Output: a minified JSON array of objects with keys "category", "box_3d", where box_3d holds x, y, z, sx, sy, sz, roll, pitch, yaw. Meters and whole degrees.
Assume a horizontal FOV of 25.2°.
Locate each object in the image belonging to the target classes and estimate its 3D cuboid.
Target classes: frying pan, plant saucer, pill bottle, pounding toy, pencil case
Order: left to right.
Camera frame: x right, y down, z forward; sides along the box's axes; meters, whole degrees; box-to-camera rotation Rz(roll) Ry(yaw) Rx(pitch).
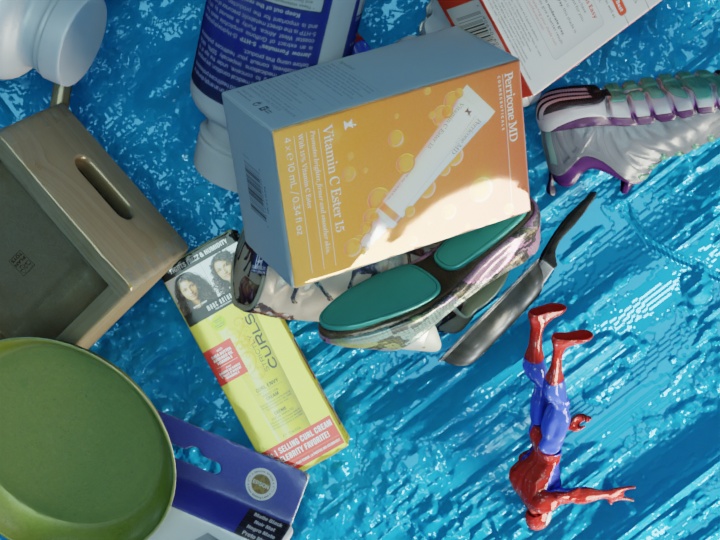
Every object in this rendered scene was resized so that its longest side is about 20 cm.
[{"category":"pill bottle","box_3d":[-0.297,-0.211,1.224,0.199,0.104,0.105,24,92,11]},{"category":"pounding toy","box_3d":[-0.250,-0.046,1.277,0.184,0.142,0.200,-41,90,27]},{"category":"plant saucer","box_3d":[-0.233,0.134,1.246,0.198,0.031,0.202,6,118,11]},{"category":"pill bottle","box_3d":[-0.067,-0.165,1.235,0.119,0.120,0.201,15,115,0]},{"category":"pencil case","box_3d":[0.000,0.000,1.278,0.198,0.078,0.090,6,124,-18]},{"category":"frying pan","box_3d":[0.127,0.018,1.308,0.031,0.115,0.190,45,47,5]}]

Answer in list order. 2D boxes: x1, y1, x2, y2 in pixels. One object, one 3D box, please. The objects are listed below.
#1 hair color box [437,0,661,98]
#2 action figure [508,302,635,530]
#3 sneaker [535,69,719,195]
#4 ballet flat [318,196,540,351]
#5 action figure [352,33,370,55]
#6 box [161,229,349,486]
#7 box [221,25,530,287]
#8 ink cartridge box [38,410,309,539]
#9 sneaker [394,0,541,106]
[{"category":"hair color box","box_3d":[0.161,-0.229,1.254,0.199,0.064,0.111,-36,104,-23]},{"category":"action figure","box_3d":[0.174,0.124,1.298,0.098,0.065,0.202,-7,122,-22]},{"category":"sneaker","box_3d":[0.244,-0.111,1.312,0.198,0.075,0.088,-4,111,6]},{"category":"ballet flat","box_3d":[0.061,0.016,1.230,0.199,0.069,0.071,-34,128,-14]},{"category":"action figure","box_3d":[0.010,-0.120,1.293,0.065,0.052,0.201,-40,80,45]},{"category":"box","box_3d":[-0.087,0.070,1.319,0.075,0.050,0.201,-28,91,1]},{"category":"box","box_3d":[0.014,-0.086,1.180,0.199,0.097,0.125,-19,119,-20]},{"category":"ink cartridge box","box_3d":[-0.163,0.223,1.301,0.198,0.041,0.202,21,100,9]},{"category":"sneaker","box_3d":[0.065,-0.214,1.297,0.114,0.075,0.202,-20,94,-2]}]
